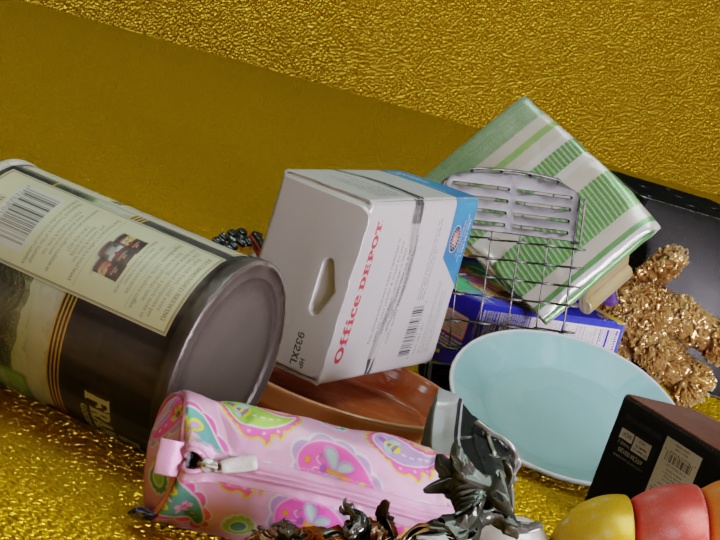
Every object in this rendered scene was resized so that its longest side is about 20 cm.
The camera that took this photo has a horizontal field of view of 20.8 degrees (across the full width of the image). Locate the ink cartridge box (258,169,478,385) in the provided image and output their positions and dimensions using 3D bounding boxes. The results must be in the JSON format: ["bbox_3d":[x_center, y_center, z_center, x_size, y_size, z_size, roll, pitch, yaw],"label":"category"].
[{"bbox_3d":[0.000,0.000,1.536,0.084,0.146,0.200,22,12,24],"label":"ink cartridge box"}]

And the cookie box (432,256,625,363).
[{"bbox_3d":[0.121,0.043,1.856,0.200,0.075,0.171,9,14,-42],"label":"cookie box"}]

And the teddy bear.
[{"bbox_3d":[0.279,0.046,1.923,0.200,0.145,0.067,54,14,16],"label":"teddy bear"}]

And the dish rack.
[{"bbox_3d":[0.128,0.013,1.687,0.153,0.201,0.055,6,1,-21],"label":"dish rack"}]

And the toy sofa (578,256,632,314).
[{"bbox_3d":[0.154,-0.023,1.870,0.200,0.098,0.083,24,37,27],"label":"toy sofa"}]

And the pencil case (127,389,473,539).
[{"bbox_3d":[-0.033,0.130,1.175,0.199,0.088,0.087,16,12,-15],"label":"pencil case"}]

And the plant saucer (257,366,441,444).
[{"bbox_3d":[-0.018,0.095,1.510,0.200,0.032,0.200,18,11,-3],"label":"plant saucer"}]

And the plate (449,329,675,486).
[{"bbox_3d":[0.166,0.116,1.594,0.199,0.026,0.200,12,32,-8],"label":"plate"}]

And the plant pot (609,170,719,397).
[{"bbox_3d":[0.308,0.005,2.078,0.199,0.178,0.200,15,13,-12],"label":"plant pot"}]

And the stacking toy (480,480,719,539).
[{"bbox_3d":[0.161,0.176,1.172,0.199,0.147,0.146,9,12,-1],"label":"stacking toy"}]

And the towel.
[{"bbox_3d":[0.158,-0.056,1.803,0.200,0.152,0.023,45,-10,33],"label":"towel"}]

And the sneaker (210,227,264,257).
[{"bbox_3d":[-0.136,0.035,1.531,0.078,0.082,0.200,45,37,23],"label":"sneaker"}]

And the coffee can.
[{"bbox_3d":[-0.170,0.027,1.297,0.200,0.147,0.146,23,12,22],"label":"coffee can"}]

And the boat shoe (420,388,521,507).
[{"bbox_3d":[0.076,0.138,1.336,0.068,0.074,0.199,13,12,-4],"label":"boat shoe"}]

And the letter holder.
[{"bbox_3d":[0.283,0.180,1.405,0.142,0.101,0.200,12,13,-36],"label":"letter holder"}]

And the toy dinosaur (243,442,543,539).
[{"bbox_3d":[0.030,0.182,1.084,0.200,0.102,0.136,38,43,22],"label":"toy dinosaur"}]
